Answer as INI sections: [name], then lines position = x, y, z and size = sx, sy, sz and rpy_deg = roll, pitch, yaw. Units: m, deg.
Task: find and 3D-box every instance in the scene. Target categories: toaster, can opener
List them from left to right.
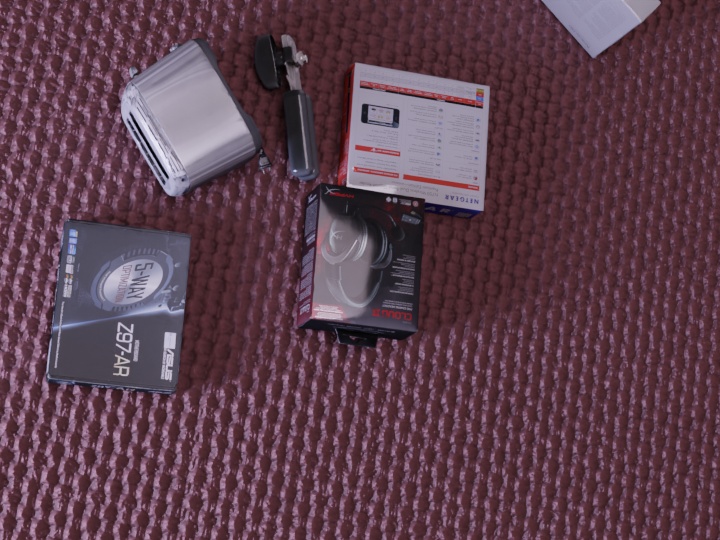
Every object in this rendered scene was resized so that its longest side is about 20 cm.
[toaster]
position = -0.215, -0.183, 1.693
size = 0.129, 0.114, 0.201
rpy_deg = -31, 92, -16
[can opener]
position = -0.093, -0.217, 1.776
size = 0.066, 0.053, 0.202
rpy_deg = -14, 81, 15

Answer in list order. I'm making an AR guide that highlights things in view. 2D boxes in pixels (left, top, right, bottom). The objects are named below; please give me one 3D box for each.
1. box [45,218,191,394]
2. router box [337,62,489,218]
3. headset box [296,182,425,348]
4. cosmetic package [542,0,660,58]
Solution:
[box]
position = -0.299, 0.046, 1.656
size = 0.159, 0.044, 0.202
rpy_deg = 8, 77, -15
[router box]
position = 0.072, -0.175, 1.812
size = 0.198, 0.049, 0.181
rpy_deg = 8, 77, -16
[headset box]
position = 0.000, 0.000, 1.742
size = 0.148, 0.077, 0.202
rpy_deg = 8, 76, -16
[cosmetic package]
position = 0.309, -0.410, 1.878
size = 0.200, 0.151, 0.052
rpy_deg = 48, 69, -4
